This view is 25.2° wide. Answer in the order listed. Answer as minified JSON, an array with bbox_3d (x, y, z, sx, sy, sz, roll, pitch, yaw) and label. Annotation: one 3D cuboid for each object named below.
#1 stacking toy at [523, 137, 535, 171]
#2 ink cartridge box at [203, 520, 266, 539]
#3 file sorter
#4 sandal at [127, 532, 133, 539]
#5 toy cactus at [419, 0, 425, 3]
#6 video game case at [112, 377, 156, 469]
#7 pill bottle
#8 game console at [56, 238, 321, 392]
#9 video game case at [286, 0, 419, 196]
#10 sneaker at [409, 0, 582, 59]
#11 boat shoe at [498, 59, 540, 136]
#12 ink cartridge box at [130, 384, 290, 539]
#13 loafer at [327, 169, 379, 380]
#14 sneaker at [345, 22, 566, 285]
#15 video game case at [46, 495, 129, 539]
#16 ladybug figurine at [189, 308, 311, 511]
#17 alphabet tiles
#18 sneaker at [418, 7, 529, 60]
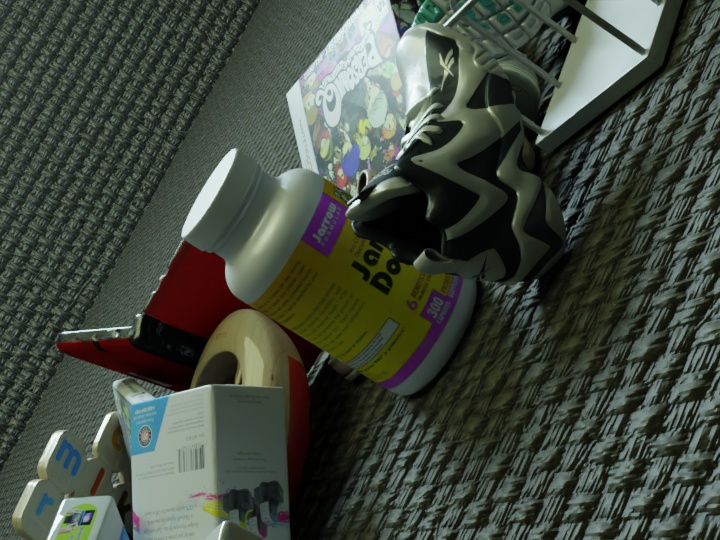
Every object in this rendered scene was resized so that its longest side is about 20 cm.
[{"bbox_3d":[0.050,-0.027,1.215,0.201,0.085,0.086,-59,12,28],"label":"stacking toy"},{"bbox_3d":[-0.091,0.251,1.006,0.200,0.117,0.068,-47,20,40],"label":"ink cartridge box"},{"bbox_3d":[0.150,-0.218,1.141,0.139,0.124,0.201,-37,25,55],"label":"file sorter"},{"bbox_3d":[-0.184,0.297,1.314,0.045,0.075,0.201,-38,38,26],"label":"sandal"},{"bbox_3d":[0.067,-0.236,1.596,0.164,0.102,0.201,-17,38,42],"label":"toy cactus"},{"bbox_3d":[-0.165,0.195,1.322,0.182,0.023,0.202,-173,71,-75],"label":"video game case"},{"bbox_3d":[-0.023,-0.003,1.133,0.105,0.199,0.104,-53,15,21],"label":"pill bottle"},{"bbox_3d":[-0.129,0.034,1.377,0.171,0.199,0.120,-5,69,41],"label":"game console"},{"bbox_3d":[0.005,-0.144,1.509,0.200,0.036,0.183,-43,52,47],"label":"video game case"},{"bbox_3d":[0.114,-0.199,1.266,0.199,0.078,0.091,-30,-13,-28],"label":"sneaker"},{"bbox_3d":[0.080,-0.112,1.276,0.202,0.074,0.065,129,162,-54],"label":"boat shoe"},{"bbox_3d":[-0.108,0.190,1.159,0.115,0.067,0.202,-17,72,50],"label":"ink cartridge box"},{"bbox_3d":[0.000,0.000,1.335,0.072,0.063,0.201,-44,20,48],"label":"loafer"},{"bbox_3d":[0.038,-0.076,1.039,0.079,0.129,0.201,-44,60,50],"label":"sneaker"},{"bbox_3d":[-0.187,0.297,1.147,0.045,0.201,0.182,-7,33,13],"label":"video game case"},{"bbox_3d":[-0.087,0.132,1.270,0.135,0.071,0.202,-16,63,53],"label":"ladybug figurine"},{"bbox_3d":[-0.220,0.231,1.382,0.014,0.200,0.197,-6,47,33],"label":"alphabet tiles"},{"bbox_3d":[0.087,-0.183,1.370,0.075,0.087,0.200,-53,16,14],"label":"sneaker"}]
